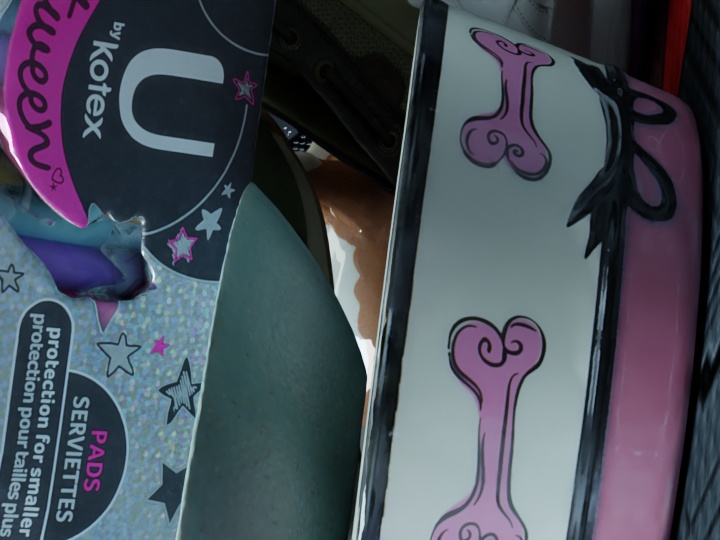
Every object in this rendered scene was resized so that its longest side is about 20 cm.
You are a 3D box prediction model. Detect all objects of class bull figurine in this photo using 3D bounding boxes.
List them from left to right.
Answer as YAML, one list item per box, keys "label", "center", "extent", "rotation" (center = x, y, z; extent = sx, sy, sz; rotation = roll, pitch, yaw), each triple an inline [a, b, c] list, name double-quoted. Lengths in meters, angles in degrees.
- label: "bull figurine"
  center: [0.000, 0.000, 0.889]
  extent: [0.065, 0.121, 0.200]
  rotation: [159, 114, -68]

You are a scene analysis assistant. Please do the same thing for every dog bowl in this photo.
- label: "dog bowl"
  center: [0.038, 0.034, 0.617]
  extent: [0.200, 0.074, 0.200]
  rotation: [7, -90, -90]

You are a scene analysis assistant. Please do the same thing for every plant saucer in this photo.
- label: "plant saucer"
  center: [-0.023, 0.079, 0.612]
  extent: [0.201, 0.039, 0.201]
  rotation: [-173, 90, -90]

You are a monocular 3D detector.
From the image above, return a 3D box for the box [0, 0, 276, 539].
- label: "box"
  center: [-0.108, -0.016, 0.663]
  extent: [0.132, 0.115, 0.200]
  rotation: [10, 93, 53]

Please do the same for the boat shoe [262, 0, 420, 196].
- label: "boat shoe"
  center: [-0.048, -0.088, 0.782]
  extent: [0.072, 0.201, 0.066]
  rotation: [-3, 63, 63]

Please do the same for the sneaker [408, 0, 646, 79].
- label: "sneaker"
  center: [0.041, -0.104, 0.742]
  extent: [0.200, 0.099, 0.075]
  rotation: [87, 180, -50]

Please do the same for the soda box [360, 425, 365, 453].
- label: "soda box"
  center: [-0.016, 0.135, 0.779]
  extent: [0.200, 0.063, 0.068]
  rotation: [-45, -48, -42]

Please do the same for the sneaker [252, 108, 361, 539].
- label: "sneaker"
  center: [-0.056, 0.005, 0.774]
  extent: [0.090, 0.067, 0.200]
  rotation: [29, -143, -50]
